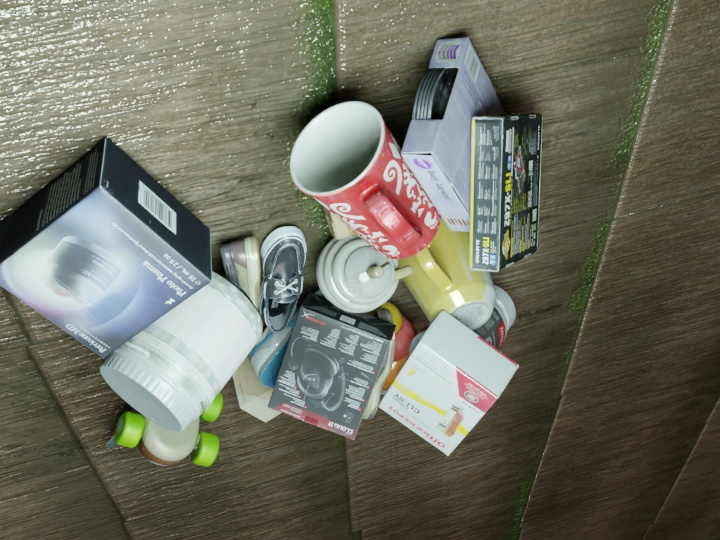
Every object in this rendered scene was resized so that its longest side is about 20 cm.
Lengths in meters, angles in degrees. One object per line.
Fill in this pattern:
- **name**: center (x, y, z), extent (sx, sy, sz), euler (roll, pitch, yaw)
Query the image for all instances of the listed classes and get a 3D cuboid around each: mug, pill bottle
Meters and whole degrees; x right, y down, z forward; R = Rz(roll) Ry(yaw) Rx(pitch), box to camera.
- **mug**: center (0.016, -0.087, 1.167), extent (0.133, 0.178, 0.200), euler (-16, 147, 23)
- **pill bottle**: center (0.180, 0.108, 1.552), extent (0.200, 0.114, 0.114), euler (-38, 160, -44)
- **mug**: center (0.130, 0.016, 1.449), extent (0.186, 0.154, 0.150), euler (7, 135, -32)

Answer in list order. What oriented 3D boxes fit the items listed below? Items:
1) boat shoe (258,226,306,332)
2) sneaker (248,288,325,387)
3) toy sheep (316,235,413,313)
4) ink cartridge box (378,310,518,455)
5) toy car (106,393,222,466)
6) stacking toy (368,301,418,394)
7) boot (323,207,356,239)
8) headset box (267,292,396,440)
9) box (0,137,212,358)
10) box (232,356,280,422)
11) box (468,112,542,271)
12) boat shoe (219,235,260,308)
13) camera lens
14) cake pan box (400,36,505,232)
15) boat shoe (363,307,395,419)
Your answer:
- **boat shoe**: center (-0.120, 0.019, 1.400), extent (0.071, 0.068, 0.200), euler (-3, 139, -23)
- **sneaker**: center (-0.108, 0.094, 1.498), extent (0.200, 0.081, 0.077), euler (-46, 132, -2)
- **toy sheep**: center (0.000, 0.000, 1.375), extent (0.137, 0.139, 0.200), euler (-9, 177, -16)
- **ink cartridge box**: center (0.133, 0.181, 1.423), extent (0.083, 0.145, 0.200), euler (-49, 171, -40)
- **toy car**: center (-0.354, 0.277, 1.551), extent (0.164, 0.158, 0.200), euler (21, 139, -27)
- **stacking toy**: center (0.037, 0.099, 1.553), extent (0.145, 0.146, 0.201), euler (-21, 126, -1)
- **boot**: center (0.018, -0.142, 1.292), extent (0.166, 0.072, 0.200), euler (-28, 143, -12)
- **headset box**: center (-0.048, 0.158, 1.421), extent (0.148, 0.077, 0.201), euler (20, 110, 3)
- **box**: center (-0.329, -0.023, 1.172), extent (0.198, 0.124, 0.200), euler (-34, 127, 17)
- **box**: center (-0.117, 0.166, 1.563), extent (0.200, 0.095, 0.078), euler (-34, 140, 13)
- **box**: center (0.198, -0.111, 1.234), extent (0.159, 0.049, 0.201), euler (-20, 113, -57)
- **boat shoe**: center (-0.186, 0.024, 1.379), extent (0.064, 0.072, 0.200), euler (0, 141, -9)
- **camera lens**: center (-0.247, 0.104, 1.283), extent (0.200, 0.159, 0.160), euler (-53, 153, -27)
- **cake pan box**: center (0.130, -0.177, 1.199), extent (0.052, 0.185, 0.200), euler (3, 155, 29)
- **boat shoe**: center (0.006, 0.154, 1.479), extent (0.073, 0.075, 0.201), euler (8, 111, -15)
